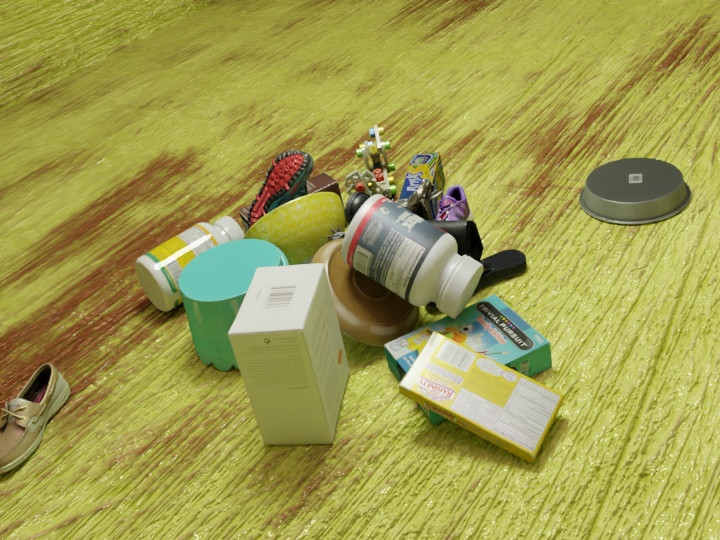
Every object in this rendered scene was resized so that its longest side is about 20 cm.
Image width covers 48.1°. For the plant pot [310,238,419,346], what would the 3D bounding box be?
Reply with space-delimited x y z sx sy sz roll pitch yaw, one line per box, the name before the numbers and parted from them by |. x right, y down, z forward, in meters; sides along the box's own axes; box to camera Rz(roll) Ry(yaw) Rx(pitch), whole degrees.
plant pot | 0.013 0.025 1.281 0.196 0.028 0.203 17 48 -19

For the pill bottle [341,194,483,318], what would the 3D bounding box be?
pill bottle | 0.080 -0.018 1.220 0.198 0.121 0.120 31 47 16

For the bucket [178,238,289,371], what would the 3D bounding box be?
bucket | -0.199 0.051 1.338 0.202 0.137 0.209 -9 33 6

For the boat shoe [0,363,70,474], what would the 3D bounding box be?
boat shoe | -0.527 0.226 1.259 0.072 0.068 0.202 -6 33 13

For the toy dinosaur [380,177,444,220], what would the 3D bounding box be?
toy dinosaur | 0.061 -0.083 1.476 0.201 0.101 0.078 -49 33 29

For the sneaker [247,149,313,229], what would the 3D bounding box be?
sneaker | -0.129 -0.140 1.462 0.094 0.200 0.080 4 51 -38

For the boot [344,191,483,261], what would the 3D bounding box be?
boot | 0.091 -0.069 1.326 0.197 0.165 0.067 11 74 33

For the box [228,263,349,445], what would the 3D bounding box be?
box | -0.093 0.118 1.130 0.104 0.204 0.153 -4 33 13

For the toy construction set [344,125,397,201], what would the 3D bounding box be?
toy construction set | 0.030 -0.194 1.633 0.090 0.133 0.201 -4 33 16

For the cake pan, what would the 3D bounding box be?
cake pan | 0.499 -0.151 1.473 0.195 0.037 0.202 -10 32 6

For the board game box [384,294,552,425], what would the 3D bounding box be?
board game box | 0.154 0.123 1.173 0.197 0.048 0.151 -23 33 -14

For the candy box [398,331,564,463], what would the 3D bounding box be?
candy box | 0.159 0.163 1.063 0.197 0.027 0.103 25 58 22

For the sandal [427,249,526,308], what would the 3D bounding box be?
sandal | 0.186 0.003 1.350 0.197 0.044 0.076 -25 33 -17

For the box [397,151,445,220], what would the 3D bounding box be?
box | 0.123 -0.158 1.599 0.063 0.071 0.201 -6 32 16

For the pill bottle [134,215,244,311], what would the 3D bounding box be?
pill bottle | -0.312 -0.020 1.514 0.199 0.115 0.112 -35 37 -29

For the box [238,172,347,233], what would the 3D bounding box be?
box | -0.131 -0.104 1.586 0.197 0.102 0.075 -24 32 -17

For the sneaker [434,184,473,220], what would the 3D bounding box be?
sneaker | 0.155 -0.087 1.465 0.079 0.085 0.202 -3 35 18

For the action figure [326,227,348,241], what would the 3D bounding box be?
action figure | 0.000 0.000 1.373 0.069 0.129 0.203 -42 36 28

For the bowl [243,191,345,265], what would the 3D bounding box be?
bowl | -0.102 -0.041 1.450 0.197 0.201 0.109 -24 76 -15
